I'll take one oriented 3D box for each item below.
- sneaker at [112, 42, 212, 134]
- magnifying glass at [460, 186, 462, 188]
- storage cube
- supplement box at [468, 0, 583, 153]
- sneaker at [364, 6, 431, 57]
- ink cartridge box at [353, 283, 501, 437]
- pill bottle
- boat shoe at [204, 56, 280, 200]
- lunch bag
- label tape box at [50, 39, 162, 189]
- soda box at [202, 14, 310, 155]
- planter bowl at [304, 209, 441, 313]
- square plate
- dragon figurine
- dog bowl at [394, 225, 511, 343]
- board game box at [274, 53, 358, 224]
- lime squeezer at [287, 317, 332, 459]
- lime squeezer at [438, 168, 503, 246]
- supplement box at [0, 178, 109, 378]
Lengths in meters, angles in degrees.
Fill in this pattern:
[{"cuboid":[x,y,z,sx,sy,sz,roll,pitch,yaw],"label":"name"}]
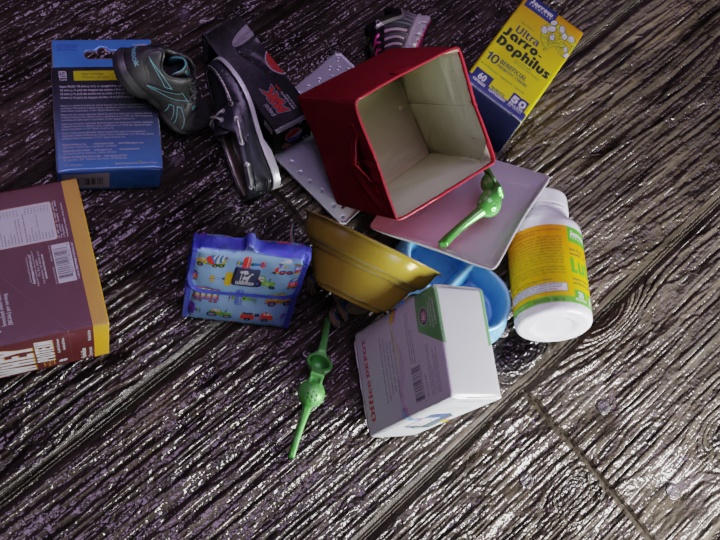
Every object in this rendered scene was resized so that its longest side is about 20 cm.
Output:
[{"cuboid":[-0.252,-0.248,1.471,0.078,0.200,0.077,-19,67,20],"label":"sneaker"},{"cuboid":[0.174,-0.094,1.572,0.078,0.023,0.203,7,53,2],"label":"magnifying glass"},{"cuboid":[0.045,-0.192,1.462,0.198,0.179,0.173,-30,113,-20],"label":"storage cube"},{"cuboid":[0.235,-0.302,1.646,0.108,0.110,0.201,36,66,1],"label":"supplement box"},{"cuboid":[0.037,-0.332,1.624,0.086,0.074,0.201,24,52,4],"label":"sneaker"},{"cuboid":[0.082,0.122,1.399,0.086,0.199,0.148,4,66,-33],"label":"ink cartridge box"},{"cuboid":[0.267,-0.011,1.542,0.109,0.111,0.203,4,63,-12],"label":"pill bottle"},{"cuboid":[-0.177,-0.198,1.508,0.060,0.075,0.203,-27,93,-26],"label":"boat shoe"},{"cuboid":[-0.149,-0.005,1.395,0.148,0.200,0.096,7,68,-10],"label":"lunch bag"},{"cuboid":[-0.355,-0.217,1.499,0.141,0.063,0.204,-3,70,-15],"label":"label tape box"},{"cuboid":[-0.149,-0.268,1.546,0.070,0.064,0.201,-30,70,-19],"label":"soda box"},{"cuboid":[0.000,0.000,1.391,0.198,0.200,0.085,25,89,-3],"label":"planter bowl"},{"cuboid":[0.143,-0.091,1.530,0.195,0.029,0.201,19,52,24],"label":"square plate"},{"cuboid":[-0.019,0.010,1.494,0.099,0.059,0.201,-34,82,-33],"label":"dragon figurine"},{"cuboid":[0.135,0.018,1.538,0.200,0.050,0.111,45,67,5],"label":"dog bowl"},{"cuboid":[-0.031,-0.194,1.589,0.200,0.026,0.200,44,67,5],"label":"board game box"},{"cuboid":[-0.058,0.146,1.431,0.037,0.071,0.203,10,66,9],"label":"lime squeezer"},{"cuboid":[0.167,-0.105,1.495,0.038,0.070,0.202,48,43,-28],"label":"lime squeezer"},{"cuboid":[-0.435,0.018,1.355,0.197,0.133,0.200,-12,74,-17],"label":"supplement box"}]
